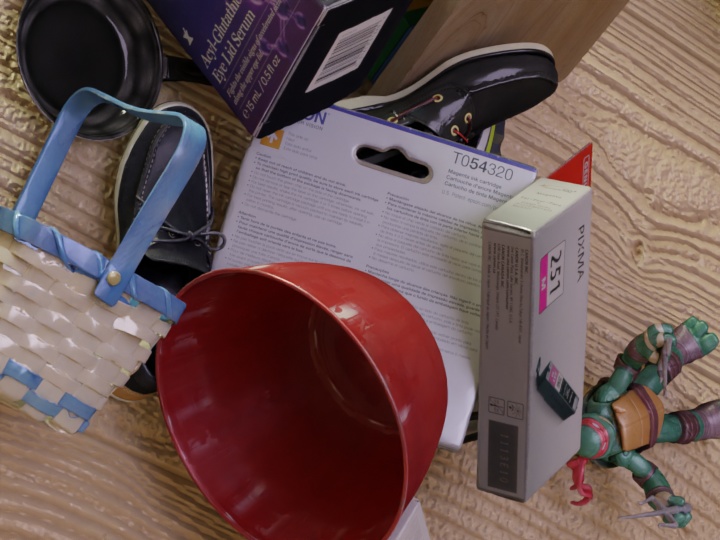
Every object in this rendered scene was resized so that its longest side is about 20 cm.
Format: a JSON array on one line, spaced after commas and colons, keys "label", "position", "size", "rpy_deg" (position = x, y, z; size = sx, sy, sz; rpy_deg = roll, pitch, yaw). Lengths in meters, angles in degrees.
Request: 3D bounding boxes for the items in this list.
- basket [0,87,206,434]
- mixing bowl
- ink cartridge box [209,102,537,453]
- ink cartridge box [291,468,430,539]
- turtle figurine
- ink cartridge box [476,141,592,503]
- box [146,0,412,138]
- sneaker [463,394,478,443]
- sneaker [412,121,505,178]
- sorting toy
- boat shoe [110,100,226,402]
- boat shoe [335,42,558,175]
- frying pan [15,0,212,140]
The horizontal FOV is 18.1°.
[{"label": "basket", "position": [-0.180, -0.014, 1.371], "size": [0.139, 0.176, 0.200], "rpy_deg": [27, 88, -30]}, {"label": "mixing bowl", "position": [-0.020, 0.072, 1.408], "size": [0.108, 0.200, 0.201], "rpy_deg": [-32, 102, -44]}, {"label": "ink cartridge box", "position": [0.000, 0.000, 1.517], "size": [0.196, 0.043, 0.201], "rpy_deg": [17, 81, -4]}, {"label": "ink cartridge box", "position": [0.001, 0.240, 1.501], "size": [0.116, 0.067, 0.200], "rpy_deg": [-57, 151, -30]}, {"label": "turtle figurine", "position": [0.215, 0.109, 1.704], "size": [0.200, 0.100, 0.150], "rpy_deg": [-24, 113, -53]}, {"label": "ink cartridge box", "position": [0.136, 0.033, 1.543], "size": [0.173, 0.043, 0.201], "rpy_deg": [-34, 131, -52]}, {"label": "box", "position": [-0.068, -0.215, 1.462], "size": [0.104, 0.148, 0.200], "rpy_deg": [-29, 73, -35]}, {"label": "sneaker", "position": [0.055, 0.065, 1.600], "size": [0.200, 0.076, 0.116], "rpy_deg": [-13, 92, -36]}, {"label": "sneaker", "position": [0.078, -0.034, 1.628], "size": [0.081, 0.074, 0.200], "rpy_deg": [39, 48, -36]}, {"label": "sorting toy", "position": [0.102, -0.199, 1.614], "size": [0.198, 0.200, 0.070], "rpy_deg": [-17, 69, -35]}, {"label": "boat shoe", "position": [-0.126, -0.013, 1.471], "size": [0.074, 0.062, 0.201], "rpy_deg": [17, 78, -34]}, {"label": "boat shoe", "position": [0.049, -0.100, 1.575], "size": [0.201, 0.074, 0.063], "rpy_deg": [-20, 56, -8]}, {"label": "frying pan", "position": [-0.153, -0.152, 1.501], "size": [0.190, 0.031, 0.115], "rpy_deg": [-23, 99, -41]}]
